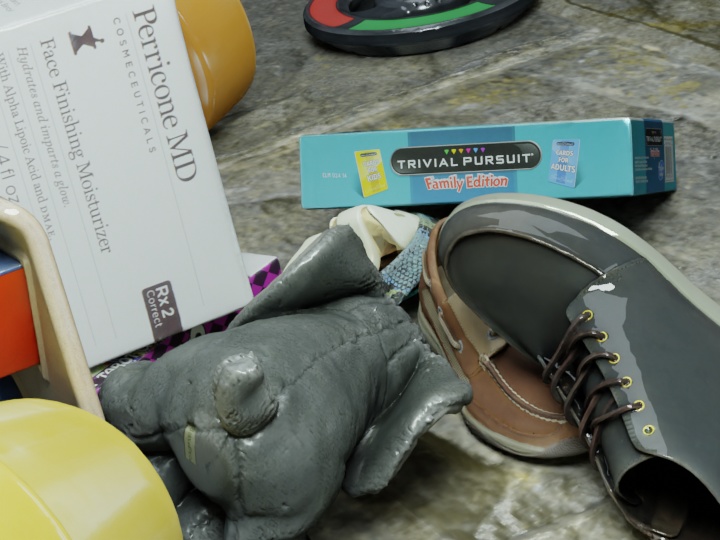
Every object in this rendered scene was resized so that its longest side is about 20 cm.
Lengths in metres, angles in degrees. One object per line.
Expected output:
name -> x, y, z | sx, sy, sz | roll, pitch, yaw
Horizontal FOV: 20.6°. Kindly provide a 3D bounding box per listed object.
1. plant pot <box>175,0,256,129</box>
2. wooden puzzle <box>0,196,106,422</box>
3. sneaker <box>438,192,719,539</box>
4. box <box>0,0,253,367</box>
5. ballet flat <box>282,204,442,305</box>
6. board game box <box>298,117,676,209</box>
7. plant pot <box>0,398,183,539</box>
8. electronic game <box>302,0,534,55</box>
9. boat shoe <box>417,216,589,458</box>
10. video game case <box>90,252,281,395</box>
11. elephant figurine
plant pot -> -0.206, -0.140, 1.406 | 0.200, 0.200, 0.183 | 11, 48, 39
wooden puzzle -> -0.163, 0.048, 0.921 | 0.046, 0.200, 0.185 | -26, 20, -19
sneaker -> 0.110, 0.042, 0.914 | 0.200, 0.075, 0.106 | 31, 41, 10
box -> -0.172, -0.074, 1.118 | 0.130, 0.199, 0.200 | -21, 24, -17
ballet flat -> 0.000, 0.000, 1.127 | 0.074, 0.074, 0.200 | 1, 26, 24
board game box -> 0.081, -0.066, 1.208 | 0.199, 0.047, 0.151 | -2, 3, 18
plant pot -> -0.166, 0.138, 0.772 | 0.200, 0.201, 0.189 | -1, 13, 20
electronic game -> 0.051, -0.225, 1.638 | 0.199, 0.042, 0.200 | -9, 25, 4
boat shoe -> 0.075, 0.031, 1.031 | 0.076, 0.072, 0.200 | -18, 29, -15
video game case -> -0.172, 0.039, 1.162 | 0.181, 0.036, 0.200 | 7, 30, 36
elephant figurine -> -0.016, 0.050, 0.946 | 0.200, 0.142, 0.155 | -34, 28, -34
